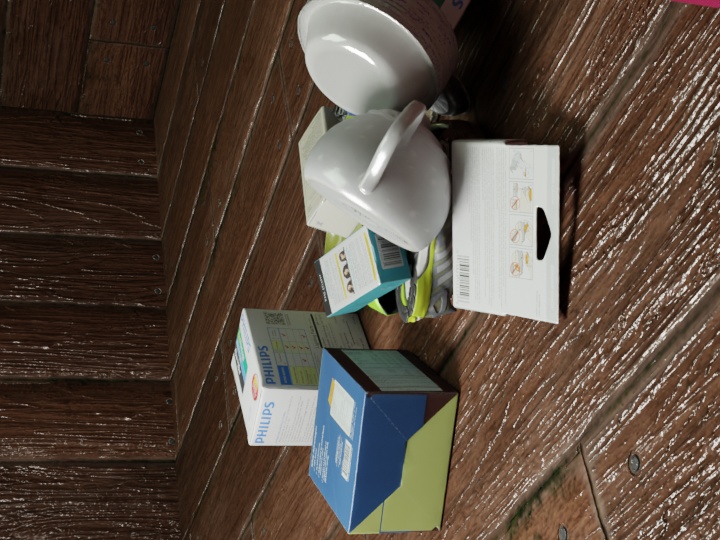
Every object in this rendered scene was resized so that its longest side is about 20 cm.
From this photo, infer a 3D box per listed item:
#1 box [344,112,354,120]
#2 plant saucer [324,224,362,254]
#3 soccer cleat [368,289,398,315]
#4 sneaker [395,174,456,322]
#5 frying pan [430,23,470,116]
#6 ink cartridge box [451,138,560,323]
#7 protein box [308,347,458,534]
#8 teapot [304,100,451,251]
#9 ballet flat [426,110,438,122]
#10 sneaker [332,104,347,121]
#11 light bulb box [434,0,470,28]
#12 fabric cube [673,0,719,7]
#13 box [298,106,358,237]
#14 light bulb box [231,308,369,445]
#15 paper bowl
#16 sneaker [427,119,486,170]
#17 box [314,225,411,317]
[{"bbox_3d":[0.017,-0.223,1.685,0.201,0.047,0.122,-68,15,2],"label":"box"},{"bbox_3d":[-0.016,-0.035,1.988,0.200,0.031,0.202,-176,90,-71],"label":"plant saucer"},{"bbox_3d":[0.041,-0.035,1.650,0.081,0.067,0.202,38,131,54],"label":"soccer cleat"},{"bbox_3d":[0.101,-0.029,1.556,0.074,0.080,0.202,-135,52,-57],"label":"sneaker"},{"bbox_3d":[0.108,-0.247,1.547,0.031,0.115,0.190,-47,10,-14],"label":"frying pan"},{"bbox_3d":[0.176,-0.049,1.371,0.173,0.043,0.202,9,103,50],"label":"ink cartridge box"},{"bbox_3d":[0.026,0.230,1.656,0.200,0.134,0.200,-143,57,-68],"label":"protein box"},{"bbox_3d":[0.038,-0.127,1.437,0.200,0.197,0.147,30,85,50],"label":"teapot"},{"bbox_3d":[0.047,-0.199,1.737,0.075,0.068,0.200,-47,10,-25],"label":"ballet flat"},{"bbox_3d":[0.007,-0.280,1.879,0.200,0.076,0.112,178,101,-76],"label":"sneaker"},{"bbox_3d":[0.039,-0.411,1.549,0.125,0.199,0.198,-58,20,-3],"label":"light bulb box"},{"bbox_3d":[0.252,-0.357,0.978,0.196,0.198,0.202,137,133,-66],"label":"fabric cube"},{"bbox_3d":[-0.042,-0.160,1.935,0.095,0.077,0.201,-51,33,38],"label":"box"},{"bbox_3d":[-0.089,0.170,1.908,0.199,0.198,0.126,-111,30,-51],"label":"light bulb box"},{"bbox_3d":[0.013,-0.267,1.473,0.105,0.200,0.201,-58,5,-27],"label":"paper bowl"},{"bbox_3d":[0.132,-0.138,1.491,0.200,0.075,0.071,-129,45,-64],"label":"sneaker"},{"bbox_3d":[0.000,0.000,1.614,0.200,0.049,0.083,147,111,-64],"label":"box"}]
